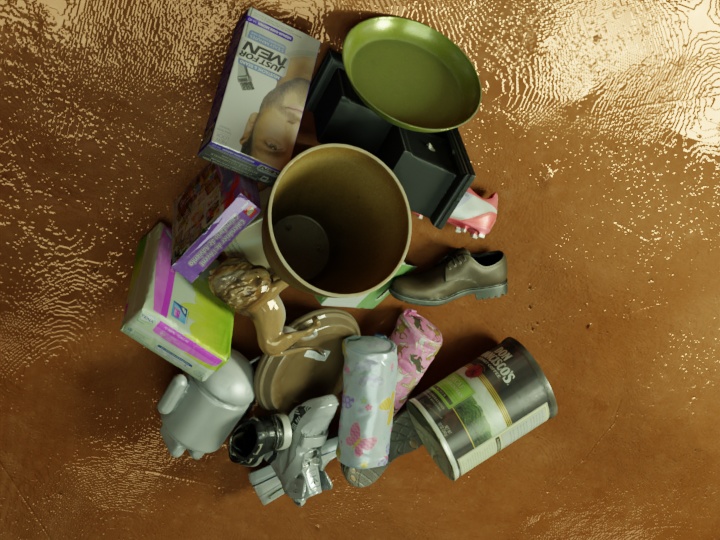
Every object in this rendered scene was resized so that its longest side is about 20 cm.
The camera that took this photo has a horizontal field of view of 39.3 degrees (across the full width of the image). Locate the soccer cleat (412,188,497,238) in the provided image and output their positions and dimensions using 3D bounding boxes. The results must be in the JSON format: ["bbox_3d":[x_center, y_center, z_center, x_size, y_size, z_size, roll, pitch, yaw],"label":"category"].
[{"bbox_3d":[0.113,-0.111,1.495,0.197,0.067,0.078,21,82,-15],"label":"soccer cleat"}]

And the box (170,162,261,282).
[{"bbox_3d":[-0.197,-0.086,1.356,0.039,0.201,0.137,38,107,-25],"label":"box"}]

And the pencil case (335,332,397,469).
[{"bbox_3d":[0.006,0.201,1.548,0.089,0.083,0.204,8,105,22],"label":"pencil case"}]

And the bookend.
[{"bbox_3d":[0.032,-0.178,1.348,0.198,0.200,0.093,21,121,-21],"label":"bookend"}]

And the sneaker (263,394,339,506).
[{"bbox_3d":[-0.075,0.281,1.567,0.074,0.116,0.200,-7,149,-42],"label":"sneaker"}]

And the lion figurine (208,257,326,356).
[{"bbox_3d":[-0.130,0.062,1.429,0.121,0.072,0.202,-27,111,-14],"label":"lion figurine"}]

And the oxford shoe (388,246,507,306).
[{"bbox_3d":[0.135,0.002,1.553,0.197,0.073,0.086,-10,119,-20],"label":"oxford shoe"}]

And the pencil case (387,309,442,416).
[{"bbox_3d":[0.052,0.160,1.612,0.086,0.083,0.201,30,110,-11],"label":"pencil case"}]

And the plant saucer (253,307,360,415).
[{"bbox_3d":[-0.075,0.149,1.563,0.198,0.029,0.202,-24,135,-27],"label":"plant saucer"}]

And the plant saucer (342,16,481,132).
[{"bbox_3d":[0.065,-0.254,1.334,0.197,0.203,0.031,10,144,-17],"label":"plant saucer"}]

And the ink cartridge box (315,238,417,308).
[{"bbox_3d":[0.000,0.000,1.501,0.104,0.059,0.199,-45,161,14],"label":"ink cartridge box"}]

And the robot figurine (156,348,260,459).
[{"bbox_3d":[-0.234,0.199,1.558,0.168,0.113,0.201,15,118,-48],"label":"robot figurine"}]

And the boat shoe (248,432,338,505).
[{"bbox_3d":[-0.089,0.329,1.678,0.198,0.073,0.068,-25,87,16],"label":"boat shoe"}]

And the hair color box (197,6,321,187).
[{"bbox_3d":[-0.129,-0.224,1.304,0.108,0.065,0.203,20,70,-21],"label":"hair color box"}]

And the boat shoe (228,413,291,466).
[{"bbox_3d":[-0.174,0.269,1.584,0.059,0.199,0.075,-1,76,-30],"label":"boat shoe"}]

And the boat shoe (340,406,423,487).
[{"bbox_3d":[0.044,0.276,1.684,0.199,0.073,0.075,-34,114,-16],"label":"boat shoe"}]

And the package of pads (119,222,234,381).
[{"bbox_3d":[-0.247,0.043,1.417,0.154,0.202,0.068,36,119,-27],"label":"package of pads"}]

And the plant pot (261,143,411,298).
[{"bbox_3d":[-0.054,-0.047,1.307,0.183,0.200,0.190,3,81,-19],"label":"plant pot"}]

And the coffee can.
[{"bbox_3d":[0.193,0.221,1.611,0.198,0.146,0.148,-30,122,-11],"label":"coffee can"}]

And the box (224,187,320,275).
[{"bbox_3d":[-0.101,-0.074,1.453,0.198,0.078,0.095,-30,121,7],"label":"box"}]
